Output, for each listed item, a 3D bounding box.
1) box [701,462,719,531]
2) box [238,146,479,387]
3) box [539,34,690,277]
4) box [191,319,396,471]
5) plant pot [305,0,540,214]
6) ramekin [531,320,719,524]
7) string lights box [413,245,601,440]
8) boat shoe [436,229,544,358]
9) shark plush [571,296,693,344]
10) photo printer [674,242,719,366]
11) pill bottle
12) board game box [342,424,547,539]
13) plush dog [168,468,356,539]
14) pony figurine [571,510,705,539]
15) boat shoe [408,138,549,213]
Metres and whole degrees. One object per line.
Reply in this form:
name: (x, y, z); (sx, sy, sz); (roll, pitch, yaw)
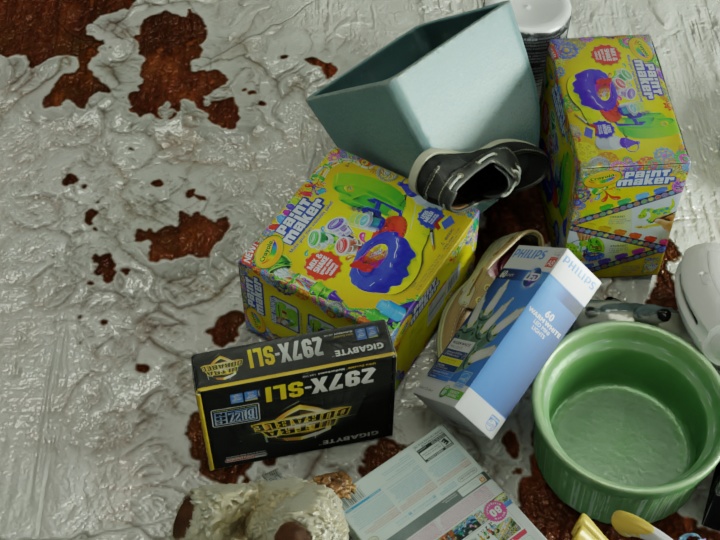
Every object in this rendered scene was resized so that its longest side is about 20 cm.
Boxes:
box: (0.459, 0.214, 1.236); (0.199, 0.079, 0.142); (18, 57, 14)
box: (0.000, 0.000, 1.375); (0.192, 0.122, 0.200); (24, 56, 19)
box: (0.280, -0.129, 1.418); (0.121, 0.193, 0.201); (-3, 52, -3)
box: (-0.065, 0.128, 1.252); (0.198, 0.160, 0.050); (-10, 52, -8)
plant pot: (0.094, -0.167, 1.441); (0.195, 0.201, 0.196); (-36, 18, -25)
ramekin: (0.269, 0.160, 1.264); (0.198, 0.098, 0.201); (0, 52, 0)
string lights box: (0.151, 0.071, 1.279); (0.059, 0.103, 0.201); (41, 78, -19)
boat shoe: (0.146, 0.030, 1.370); (0.074, 0.066, 0.201); (34, 59, -10)
shark plush: (0.278, 0.059, 1.388); (0.199, 0.092, 0.083); (5, 29, 30)
photo printer: (0.433, 0.050, 1.320); (0.198, 0.070, 0.167); (16, 34, -7)
pill bottle: (0.191, -0.248, 1.514); (0.105, 0.201, 0.107); (2, 51, -2)
board game box: (0.086, 0.269, 1.204); (0.147, 0.065, 0.200); (-30, 57, -20)
plush dog: (-0.063, 0.285, 1.142); (0.199, 0.173, 0.160); (1, 5, 40)
pony figurine: (0.264, 0.299, 1.089); (0.199, 0.194, 0.167); (30, 60, 11)
boat shoe: (0.142, -0.098, 1.341); (0.199, 0.072, 0.067); (-11, 32, -42)
